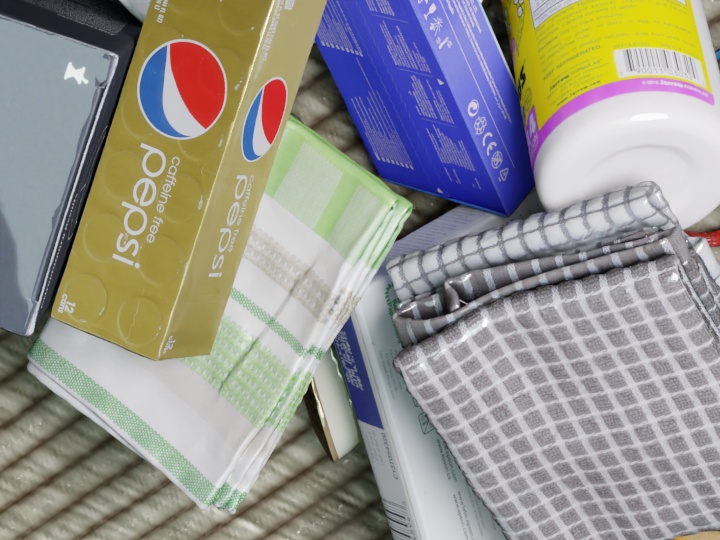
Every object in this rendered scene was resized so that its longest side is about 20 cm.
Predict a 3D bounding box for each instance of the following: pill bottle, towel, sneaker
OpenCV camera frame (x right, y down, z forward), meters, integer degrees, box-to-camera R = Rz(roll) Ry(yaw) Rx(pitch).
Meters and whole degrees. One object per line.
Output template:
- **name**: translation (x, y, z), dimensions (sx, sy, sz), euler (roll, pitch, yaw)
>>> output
- **pill bottle**: translation (0.129, -0.119, 1.376), dimensions (0.104, 0.201, 0.104), euler (-4, 141, -3)
- **towel**: translation (0.122, 0.062, 1.347), dimensions (0.165, 0.086, 0.200), euler (-16, 129, 25)
- **towel**: translation (-0.079, 0.008, 1.386), dimensions (0.149, 0.031, 0.200), euler (35, 107, 17)
- **sneaker**: translation (0.000, 0.000, 1.466), dimensions (0.090, 0.067, 0.201), euler (-15, 103, -9)

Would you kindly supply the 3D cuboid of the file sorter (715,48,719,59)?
- **file sorter**: translation (0.287, -0.054, 1.442), dimensions (0.138, 0.123, 0.200), euler (-31, 103, 2)

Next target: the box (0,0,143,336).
- **box**: translation (-0.184, -0.069, 1.360), dimensions (0.107, 0.200, 0.149), euler (19, 100, -3)

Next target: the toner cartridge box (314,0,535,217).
- **toner cartridge box**: translation (0.023, -0.120, 1.378), dimensions (0.043, 0.095, 0.200), euler (-49, 136, -23)

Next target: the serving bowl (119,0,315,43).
- **serving bowl**: translation (-0.062, -0.216, 1.396), dimensions (0.199, 0.066, 0.201), euler (-9, 114, -21)

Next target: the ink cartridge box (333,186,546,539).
- **ink cartridge box**: translation (0.086, 0.055, 1.463), dimensions (0.200, 0.043, 0.197), euler (-29, 114, -29)

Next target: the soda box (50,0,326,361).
- **soda box**: translation (-0.086, -0.058, 1.341), dimensions (0.068, 0.064, 0.201), euler (22, 100, 20)

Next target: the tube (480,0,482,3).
- **tube**: translation (0.081, -0.236, 1.394), dimensions (0.052, 0.058, 0.200), euler (40, 79, -41)

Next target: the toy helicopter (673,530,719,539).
- **toy helicopter**: translation (0.165, 0.158, 1.447), dimensions (0.200, 0.079, 0.132), euler (-38, 61, -6)

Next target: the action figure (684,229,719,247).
- **action figure**: translation (0.150, 0.010, 1.417), dimensions (0.199, 0.099, 0.066), euler (-5, 102, -31)
